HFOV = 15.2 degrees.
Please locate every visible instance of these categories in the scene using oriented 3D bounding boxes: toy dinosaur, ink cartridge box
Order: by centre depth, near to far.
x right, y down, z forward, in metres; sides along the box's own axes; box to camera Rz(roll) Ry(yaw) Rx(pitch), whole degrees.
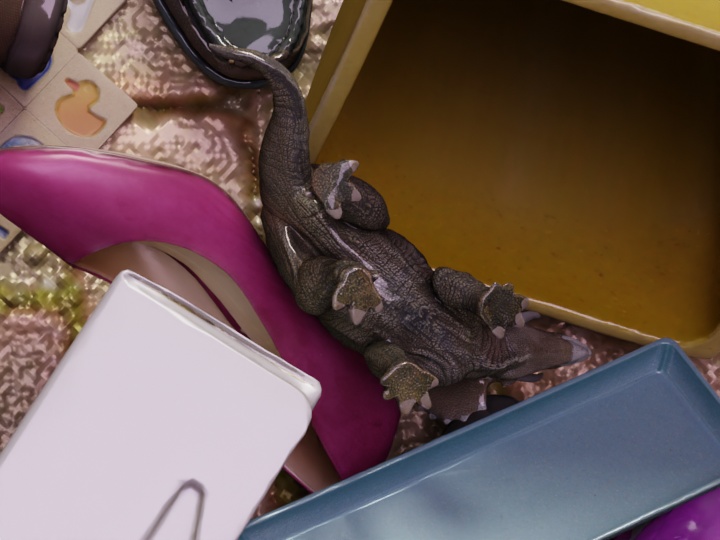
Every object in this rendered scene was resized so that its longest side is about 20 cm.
[{"bbox_3d":[-0.096,0.096,0.966,0.084,0.200,0.146,32,74,-2],"label":"ink cartridge box"},{"bbox_3d":[0.000,0.000,1.009,0.200,0.102,0.077,38,82,-15],"label":"toy dinosaur"}]

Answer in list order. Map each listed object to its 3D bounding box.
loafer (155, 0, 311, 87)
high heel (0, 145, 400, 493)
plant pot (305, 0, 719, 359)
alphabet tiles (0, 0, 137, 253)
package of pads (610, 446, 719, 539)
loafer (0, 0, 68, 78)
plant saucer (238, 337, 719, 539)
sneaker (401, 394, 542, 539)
[{"bbox_3d":[-0.061,-0.176,1.095,0.072,0.063,0.200,-9,80,-12],"label":"loafer"},{"bbox_3d":[-0.064,0.021,1.033,0.200,0.067,0.096,21,65,-27],"label":"high heel"},{"bbox_3d":[0.094,-0.118,1.059,0.194,0.196,0.200,17,56,-8],"label":"plant pot"},{"bbox_3d":[-0.194,-0.075,1.084,0.166,0.006,0.200,42,74,0],"label":"alphabet tiles"},{"bbox_3d":[0.189,0.156,1.076,0.200,0.076,0.121,37,71,-2],"label":"package of pads"},{"bbox_3d":[-0.145,-0.178,1.074,0.071,0.073,0.200,9,71,-15],"label":"loafer"},{"bbox_3d":[0.053,0.089,1.020,0.200,0.019,0.070,-23,56,-19],"label":"plant saucer"},{"bbox_3d":[0.009,0.129,1.036,0.090,0.066,0.200,37,72,-37],"label":"sneaker"}]
